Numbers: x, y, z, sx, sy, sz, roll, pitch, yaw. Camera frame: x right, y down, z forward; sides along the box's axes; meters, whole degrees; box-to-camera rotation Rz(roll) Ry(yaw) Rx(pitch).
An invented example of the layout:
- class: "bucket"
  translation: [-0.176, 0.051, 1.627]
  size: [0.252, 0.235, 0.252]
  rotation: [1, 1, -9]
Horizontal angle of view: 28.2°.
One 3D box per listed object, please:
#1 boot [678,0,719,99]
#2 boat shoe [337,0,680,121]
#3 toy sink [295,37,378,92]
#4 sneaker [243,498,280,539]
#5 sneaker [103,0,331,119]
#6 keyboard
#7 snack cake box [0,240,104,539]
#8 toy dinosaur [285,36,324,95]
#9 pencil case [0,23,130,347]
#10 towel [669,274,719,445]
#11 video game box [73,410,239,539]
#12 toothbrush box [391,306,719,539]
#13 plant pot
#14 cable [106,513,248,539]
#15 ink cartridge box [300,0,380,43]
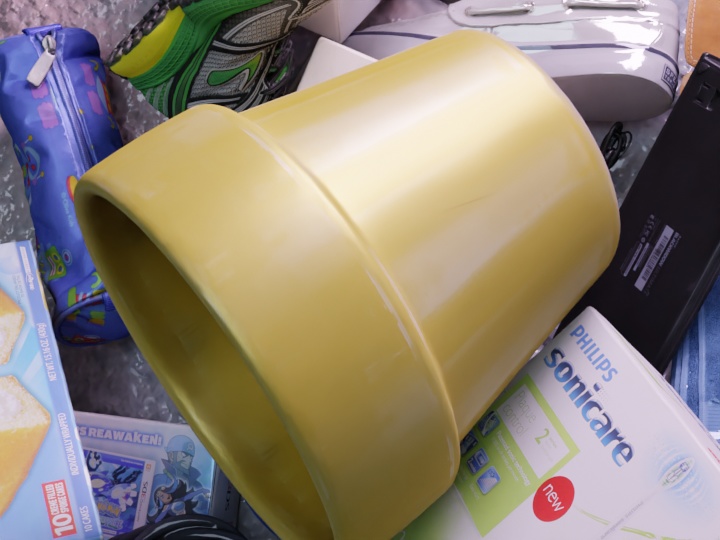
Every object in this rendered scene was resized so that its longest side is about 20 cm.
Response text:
- class: "boot"
  translation: [0.248, -0.137, 0.742]
  size: [0.153, 0.074, 0.202]
  rotation: [11, 83, 25]
- class: "boat shoe"
  translation: [0.080, -0.127, 0.803]
  size: [0.198, 0.072, 0.066]
  rotation: [3, 68, 25]
- class: "toy sink"
  translation: [0.000, 0.000, 0.773]
  size: [0.129, 0.112, 0.202]
  rotation: [22, 87, 1]
- class: "sneaker"
  translation: [0.005, 0.148, 0.778]
  size: [0.199, 0.088, 0.076]
  rotation: [32, 95, 22]
- class: "sneaker"
  translation: [-0.057, -0.132, 0.775]
  size: [0.085, 0.199, 0.078]
  rotation: [43, 58, -17]
- class: "keyboard"
  translation: [0.145, -0.017, 0.748]
  size: [0.202, 0.020, 0.127]
  rotation: [-64, 36, 17]
- class: "snack cake box"
  translation: [-0.219, 0.088, 0.789]
  size: [0.114, 0.068, 0.201]
  rotation: [-9, 56, -20]
- class: "toy dinosaur"
  translation: [-0.074, -0.054, 0.862]
  size: [0.087, 0.047, 0.202]
  rotation: [13, 82, 18]
- class: "pencil case"
  translation: [-0.174, -0.057, 0.875]
  size: [0.077, 0.087, 0.202]
  rotation: [-15, 76, -17]
- class: "towel"
  translation: [0.204, 0.075, 0.690]
  size: [0.110, 0.049, 0.202]
  rotation: [1, 53, 18]
- class: "video game box"
  translation: [-0.174, 0.176, 0.861]
  size: [0.198, 0.047, 0.185]
  rotation: [5, 86, 20]
- class: "toothbrush box"
  translation: [0.079, 0.141, 0.629]
  size: [0.200, 0.086, 0.146]
  rotation: [-42, 36, 9]
- class: "plant pot"
  translation: [0.005, -0.003, 0.631]
  size: [0.188, 0.201, 0.201]
  rotation: [-34, 70, -18]
- class: "cable"
  translation: [-0.099, 0.240, 0.782]
  size: [0.161, 0.051, 0.202]
  rotation: [-14, 74, 11]
- class: "ink cartridge box"
  translation: [-0.030, -0.208, 0.828]
  size: [0.199, 0.067, 0.116]
  rotation: [27, 58, 21]
